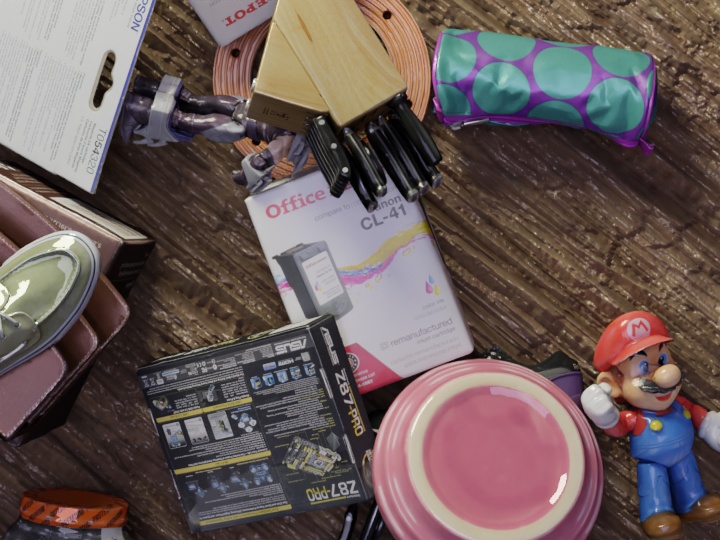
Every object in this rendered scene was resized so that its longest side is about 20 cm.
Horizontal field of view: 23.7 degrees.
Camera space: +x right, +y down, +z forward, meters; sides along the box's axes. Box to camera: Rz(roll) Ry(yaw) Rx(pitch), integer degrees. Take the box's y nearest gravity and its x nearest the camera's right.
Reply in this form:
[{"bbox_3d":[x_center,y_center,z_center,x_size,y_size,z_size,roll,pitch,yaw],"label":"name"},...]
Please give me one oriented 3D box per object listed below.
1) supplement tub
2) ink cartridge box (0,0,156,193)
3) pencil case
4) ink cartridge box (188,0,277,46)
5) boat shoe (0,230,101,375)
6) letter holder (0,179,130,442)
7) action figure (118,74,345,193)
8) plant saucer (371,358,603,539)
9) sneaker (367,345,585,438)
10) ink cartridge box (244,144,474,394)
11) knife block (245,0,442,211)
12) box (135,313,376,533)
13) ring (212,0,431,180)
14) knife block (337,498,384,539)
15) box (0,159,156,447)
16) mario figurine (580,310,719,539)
[{"bbox_3d":[-0.267,0.302,1.535,0.122,0.123,0.201,8,92,4],"label":"supplement tub"},{"bbox_3d":[-0.271,-0.197,1.514,0.200,0.043,0.197,29,109,21],"label":"ink cartridge box"},{"bbox_3d":[0.162,-0.158,1.516,0.199,0.085,0.093,6,76,4],"label":"pencil case"},{"bbox_3d":[-0.114,-0.315,1.476,0.146,0.084,0.200,-31,133,5],"label":"ink cartridge box"},{"bbox_3d":[-0.277,0.047,1.297,0.200,0.062,0.072,-43,90,-2],"label":"boat shoe"},{"bbox_3d":[-0.300,0.015,1.378,0.200,0.101,0.142,42,91,0],"label":"letter holder"},{"bbox_3d":[-0.106,-0.131,1.505,0.199,0.130,0.070,9,133,9],"label":"action figure"},{"bbox_3d":[0.110,0.165,1.449,0.200,0.051,0.201,2,66,-5],"label":"plant saucer"},{"bbox_3d":[0.102,0.114,1.542,0.199,0.076,0.088,-3,78,-1],"label":"sneaker"},{"bbox_3d":[0.000,0.000,1.522,0.147,0.086,0.201,-21,97,5],"label":"ink cartridge box"},{"bbox_3d":[0.001,-0.158,1.435,0.175,0.064,0.201,15,74,-7],"label":"knife block"},{"bbox_3d":[-0.088,0.137,1.508,0.199,0.049,0.162,-16,94,32],"label":"box"},{"bbox_3d":[-0.035,-0.174,1.563,0.200,0.019,0.201,0,90,4],"label":"ring"},{"bbox_3d":[0.023,0.302,1.544,0.175,0.064,0.201,-22,89,5],"label":"knife block"},{"bbox_3d":[-0.306,0.023,1.510,0.164,0.166,0.201,28,92,2],"label":"box"},{"bbox_3d":[0.265,0.133,1.498,0.106,0.123,0.201,-14,96,29],"label":"mario figurine"}]
